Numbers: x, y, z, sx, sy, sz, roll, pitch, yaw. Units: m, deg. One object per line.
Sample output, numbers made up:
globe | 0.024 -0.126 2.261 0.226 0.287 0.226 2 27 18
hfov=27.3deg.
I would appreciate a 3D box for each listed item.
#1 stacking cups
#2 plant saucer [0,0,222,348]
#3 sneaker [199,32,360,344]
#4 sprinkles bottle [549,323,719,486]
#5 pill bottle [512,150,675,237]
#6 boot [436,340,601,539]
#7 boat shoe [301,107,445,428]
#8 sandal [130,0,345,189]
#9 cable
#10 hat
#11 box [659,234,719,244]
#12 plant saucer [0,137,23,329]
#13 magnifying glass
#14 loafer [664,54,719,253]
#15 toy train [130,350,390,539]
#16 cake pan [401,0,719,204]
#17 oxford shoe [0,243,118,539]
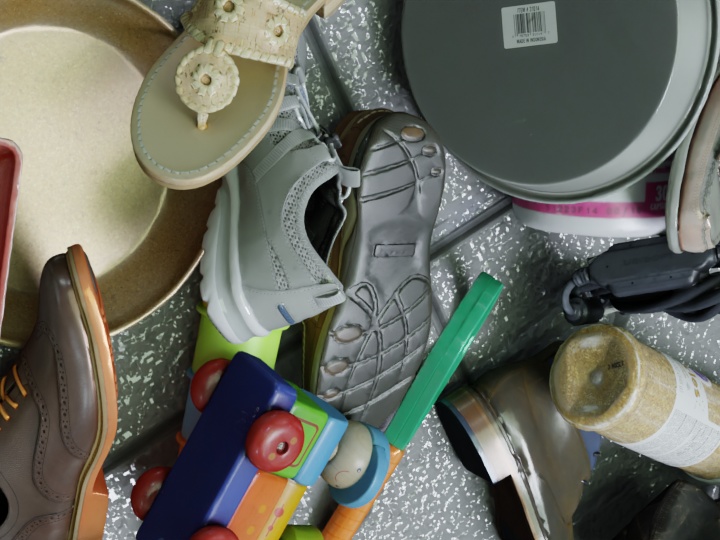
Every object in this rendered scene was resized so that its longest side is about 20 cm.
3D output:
stacking cups | -0.078 0.084 0.875 0.060 0.060 0.203 7 97 -26
plant saucer | -0.171 -0.059 0.815 0.198 0.035 0.203 -5 103 -25
sneaker | -0.036 -0.055 0.816 0.075 0.081 0.203 55 31 -59
sprinkles bottle | 0.201 0.092 0.974 0.199 0.068 0.069 25 89 -48
pill bottle | 0.152 -0.129 0.912 0.112 0.113 0.203 -5 103 -25
boot | 0.135 0.145 0.985 0.096 0.075 0.202 -33 111 -13
boat shoe | 0.000 0.000 0.890 0.075 0.074 0.203 4 105 -33
sandal | -0.061 -0.140 0.786 0.070 0.077 0.213 91 25 -49
cable | 0.230 0.008 0.936 0.163 0.197 0.052 21 59 -65
hat | 0.211 0.191 0.981 0.200 0.201 0.081 -44 94 -11
box | 0.296 -0.116 1.023 0.197 0.047 0.196 2 101 -26
plant saucer | -0.282 0.015 0.750 0.197 0.037 0.203 8 104 -13
magnifying glass | 0.031 0.090 0.933 0.022 0.080 0.202 30 96 7
loafer | 0.232 -0.086 0.886 0.201 0.062 0.073 -61 149 -41
toy train | -0.070 0.156 0.836 0.115 0.084 0.202 26 95 -39
cake pan | 0.105 -0.138 0.850 0.037 0.198 0.203 -15 111 -59
oxford shoe | -0.171 0.077 0.796 0.072 0.072 0.202 -3 124 -19
